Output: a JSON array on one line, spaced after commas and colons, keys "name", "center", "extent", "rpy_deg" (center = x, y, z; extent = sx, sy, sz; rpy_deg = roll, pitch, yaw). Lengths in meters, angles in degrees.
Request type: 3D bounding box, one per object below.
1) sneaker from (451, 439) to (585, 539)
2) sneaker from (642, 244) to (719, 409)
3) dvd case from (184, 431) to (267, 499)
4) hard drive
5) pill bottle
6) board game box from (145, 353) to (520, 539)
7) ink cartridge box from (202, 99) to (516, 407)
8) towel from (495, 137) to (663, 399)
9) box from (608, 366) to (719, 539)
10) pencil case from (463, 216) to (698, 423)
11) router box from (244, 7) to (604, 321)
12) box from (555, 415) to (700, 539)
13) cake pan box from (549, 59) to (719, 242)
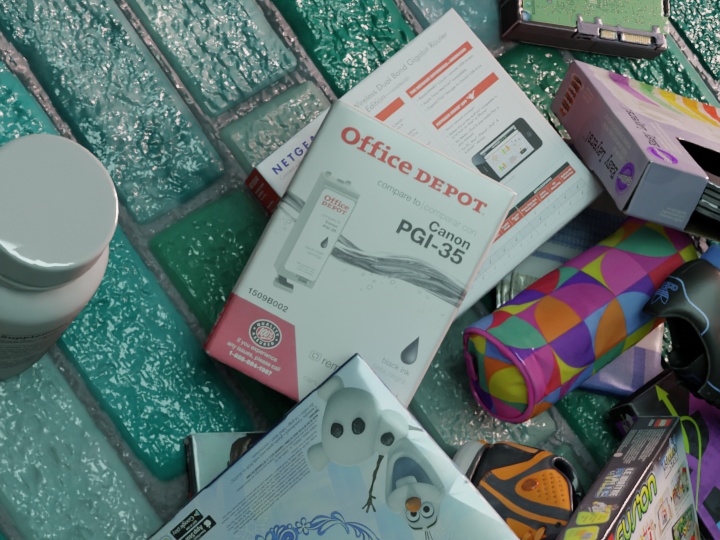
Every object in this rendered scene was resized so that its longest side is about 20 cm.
[{"name": "sneaker", "center": [0.097, 0.207, 1.624], "extent": [0.078, 0.112, 0.201], "rpy_deg": [53, 50, -49]}, {"name": "sneaker", "center": [0.276, 0.081, 1.719], "extent": [0.078, 0.070, 0.200], "rpy_deg": [-35, 107, -14]}, {"name": "dvd case", "center": [-0.043, 0.209, 1.624], "extent": [0.145, 0.022, 0.201], "rpy_deg": [1, 73, -22]}, {"name": "hard drive", "center": [0.176, -0.273, 1.883], "extent": [0.139, 0.038, 0.201], "rpy_deg": [5, 69, -21]}, {"name": "pill bottle", "center": [-0.226, -0.009, 1.516], "extent": [0.114, 0.200, 0.115], "rpy_deg": [8, 68, -20]}, {"name": "board game box", "center": [-0.012, 0.195, 1.563], "extent": [0.200, 0.043, 0.199], "rpy_deg": [-41, 90, -4]}, {"name": "ink cartridge box", "center": [0.000, 0.000, 1.629], "extent": [0.146, 0.083, 0.200], "rpy_deg": [27, 90, 0]}, {"name": "towel", "center": [0.168, -0.004, 1.791], "extent": [0.146, 0.024, 0.201], "rpy_deg": [13, 69, -21]}, {"name": "box", "center": [0.296, 0.152, 1.773], "extent": [0.143, 0.036, 0.200], "rpy_deg": [-33, 93, -28]}, {"name": "pencil case", "center": [0.162, 0.033, 1.719], "extent": [0.200, 0.088, 0.089], "rpy_deg": [-32, 86, -32]}, {"name": "router box", "center": [0.048, -0.062, 1.723], "extent": [0.200, 0.049, 0.180], "rpy_deg": [-39, 89, -17]}, {"name": "box", "center": [0.190, 0.194, 1.643], "extent": [0.200, 0.035, 0.110], "rpy_deg": [-44, 126, -57]}, {"name": "cake pan box", "center": [0.255, -0.077, 1.766], "extent": [0.184, 0.052, 0.200], "rpy_deg": [15, 23, -19]}]
